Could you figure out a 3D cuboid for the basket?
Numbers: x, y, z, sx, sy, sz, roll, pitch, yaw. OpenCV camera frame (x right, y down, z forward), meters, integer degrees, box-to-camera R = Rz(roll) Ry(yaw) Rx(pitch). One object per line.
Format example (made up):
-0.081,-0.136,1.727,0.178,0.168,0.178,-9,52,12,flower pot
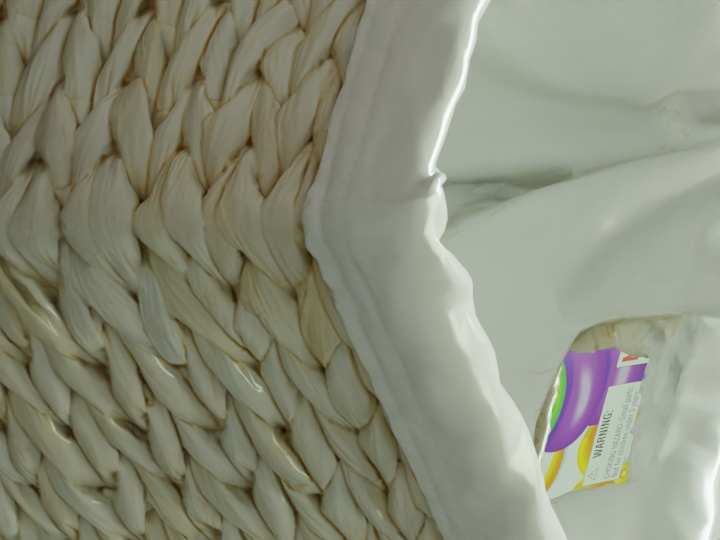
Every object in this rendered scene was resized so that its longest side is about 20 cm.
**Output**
-0.011,-0.017,0.612,0.200,0.160,0.199,63,33,-44,basket

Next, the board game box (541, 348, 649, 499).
-0.022,0.045,0.821,0.199,0.105,0.104,-8,121,-39,board game box

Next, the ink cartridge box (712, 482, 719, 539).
0.072,-0.016,0.957,0.084,0.146,0.201,-36,132,-20,ink cartridge box
